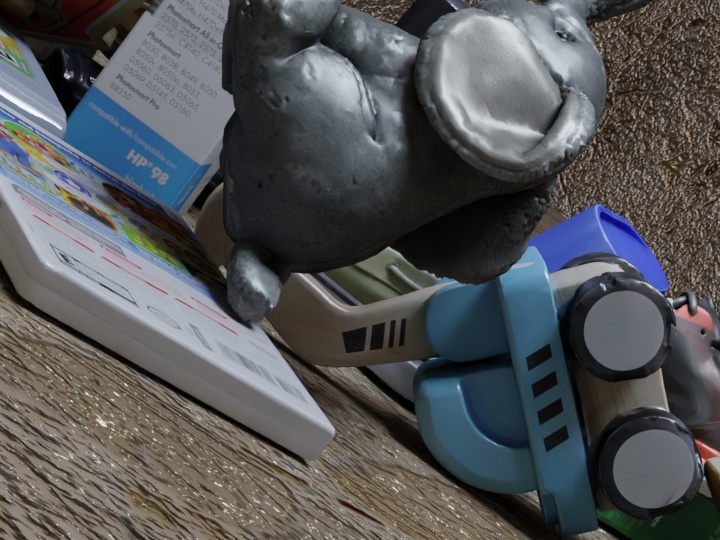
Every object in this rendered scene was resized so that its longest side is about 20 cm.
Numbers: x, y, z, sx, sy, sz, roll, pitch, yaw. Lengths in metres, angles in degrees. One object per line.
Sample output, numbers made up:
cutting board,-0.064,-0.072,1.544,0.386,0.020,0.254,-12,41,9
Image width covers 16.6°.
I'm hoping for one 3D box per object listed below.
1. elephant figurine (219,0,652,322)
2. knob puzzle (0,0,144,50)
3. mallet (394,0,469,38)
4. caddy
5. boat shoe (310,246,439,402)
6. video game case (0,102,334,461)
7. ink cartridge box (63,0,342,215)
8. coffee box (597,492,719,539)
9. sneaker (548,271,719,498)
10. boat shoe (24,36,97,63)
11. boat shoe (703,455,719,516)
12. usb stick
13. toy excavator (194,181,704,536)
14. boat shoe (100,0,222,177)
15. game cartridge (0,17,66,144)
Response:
elephant figurine,0.043,-0.066,1.036,0.200,0.155,0.142,2,12,-7
knob puzzle,-0.213,-0.157,1.239,0.220,0.030,0.220,24,-14,7
mallet,0.048,-0.122,1.429,0.041,0.066,0.200,37,7,-13
caddy,0.146,0.043,1.563,0.141,0.105,0.200,63,14,14
boat shoe,0.000,0.000,1.263,0.072,0.062,0.200,29,9,-48
video game case,-0.098,-0.008,0.972,0.143,0.018,0.200,32,10,-32
ink cartridge box,-0.060,-0.121,1.201,0.067,0.200,0.116,37,7,0
coffee box,0.114,0.089,1.303,0.200,0.044,0.123,33,7,-26
sneaker,0.142,0.036,1.270,0.200,0.082,0.077,37,8,2
boat shoe,-0.180,-0.156,1.441,0.069,0.071,0.200,35,16,-17
boat shoe,0.228,0.152,1.105,0.200,0.069,0.074,54,3,-12
usb stick,-0.088,-0.057,1.350,0.200,0.033,0.055,33,15,-25
toy excavator,0.039,0.035,1.121,0.100,0.200,0.195,-101,178,-82
boat shoe,-0.105,-0.137,1.328,0.200,0.072,0.076,52,20,28
game cartridge,-0.206,-0.113,1.124,0.133,0.040,0.200,29,8,-23
